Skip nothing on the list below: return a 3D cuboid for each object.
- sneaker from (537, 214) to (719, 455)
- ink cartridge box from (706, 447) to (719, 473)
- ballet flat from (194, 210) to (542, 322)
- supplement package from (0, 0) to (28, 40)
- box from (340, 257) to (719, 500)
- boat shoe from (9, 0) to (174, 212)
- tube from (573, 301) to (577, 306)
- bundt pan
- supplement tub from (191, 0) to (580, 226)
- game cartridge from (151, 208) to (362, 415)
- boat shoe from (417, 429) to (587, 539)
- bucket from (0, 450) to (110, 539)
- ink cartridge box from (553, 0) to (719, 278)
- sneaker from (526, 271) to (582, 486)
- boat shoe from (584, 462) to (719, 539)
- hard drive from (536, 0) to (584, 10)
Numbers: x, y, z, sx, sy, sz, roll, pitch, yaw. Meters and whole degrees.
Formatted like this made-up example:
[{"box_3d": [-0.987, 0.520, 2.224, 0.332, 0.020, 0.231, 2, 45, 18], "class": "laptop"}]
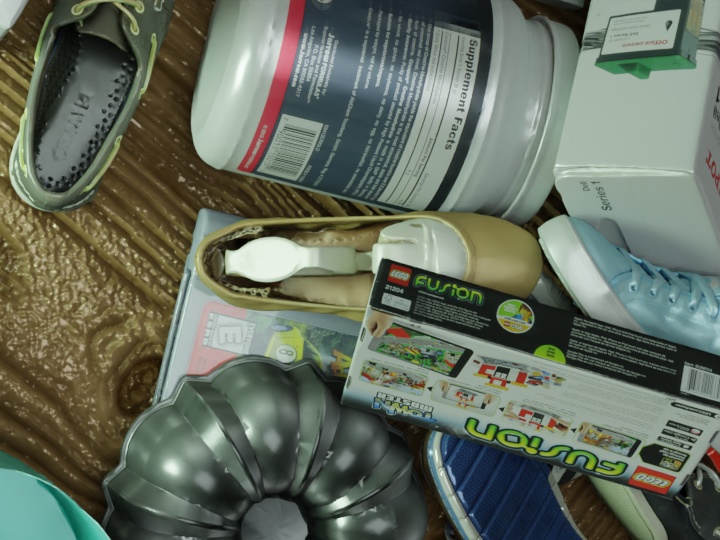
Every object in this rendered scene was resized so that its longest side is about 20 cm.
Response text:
[{"box_3d": [0.182, 0.023, 1.064, 0.082, 0.074, 0.200, -43, 118, 8], "class": "sneaker"}, {"box_3d": [0.258, 0.041, 1.130, 0.160, 0.047, 0.201, -32, 74, 3], "class": "ink cartridge box"}, {"box_3d": [0.000, 0.000, 1.050, 0.199, 0.063, 0.069, -2, 84, 17], "class": "ballet flat"}, {"box_3d": [-0.217, -0.198, 0.994, 0.121, 0.200, 0.120, 28, 86, -13], "class": "supplement package"}, {"box_3d": [0.094, 0.062, 1.028, 0.199, 0.110, 0.035, 16, 57, 0], "class": "box"}, {"box_3d": [-0.150, -0.130, 1.087, 0.072, 0.060, 0.203, 18, 89, -14], "class": "boat shoe"}, {"box_3d": [0.216, -0.048, 1.194, 0.077, 0.050, 0.201, 29, 92, -4], "class": "tube"}, {"box_3d": [-0.048, 0.152, 1.085, 0.201, 0.076, 0.203, -1, 93, -15], "class": "bundt pan"}, {"box_3d": [0.012, -0.107, 1.087, 0.199, 0.140, 0.141, 13, 90, -14], "class": "supplement tub"}, {"box_3d": [-0.056, 0.074, 1.135, 0.132, 0.041, 0.201, 13, 90, -18], "class": "game cartridge"}, {"box_3d": [0.088, 0.164, 1.140, 0.072, 0.072, 0.200, -50, 117, -28], "class": "boat shoe"}, {"box_3d": [-0.233, 0.191, 1.045, 0.206, 0.135, 0.209, -1, 93, -13], "class": "bucket"}, {"box_3d": [0.184, -0.104, 1.089, 0.084, 0.146, 0.201, 3, 64, 24], "class": "ink cartridge box"}, {"box_3d": [0.098, 0.062, 1.124, 0.087, 0.076, 0.200, -34, 126, -1], "class": "sneaker"}, {"box_3d": [0.191, 0.141, 1.157, 0.068, 0.072, 0.200, -45, 130, -5], "class": "boat shoe"}, {"box_3d": [0.099, -0.276, 1.158, 0.131, 0.027, 0.201, 14, 89, -14], "class": "hard drive"}]
